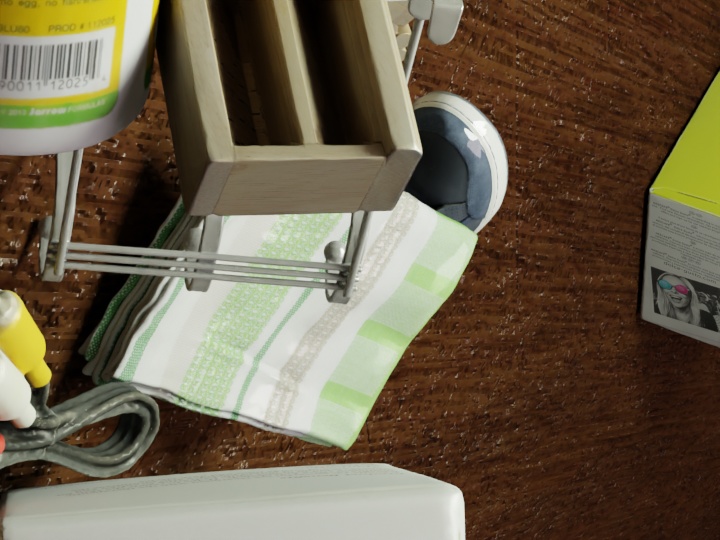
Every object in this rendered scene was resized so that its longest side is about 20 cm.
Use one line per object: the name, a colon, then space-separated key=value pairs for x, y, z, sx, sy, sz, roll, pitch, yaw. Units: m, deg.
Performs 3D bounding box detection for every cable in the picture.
cable: x=-0.144 y=0.074 z=1.022 sx=0.097 sy=0.050 sz=0.200 roll=-65 pitch=149 yaw=-9

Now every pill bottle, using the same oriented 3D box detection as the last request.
pill bottle: x=-0.118 y=-0.151 z=0.790 sx=0.111 sy=0.111 sz=0.200 roll=-40 pitch=147 yaw=-53

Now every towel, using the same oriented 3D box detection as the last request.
towel: x=-0.033 y=0.015 z=1.163 sx=0.200 sy=0.031 sz=0.149 roll=22 pitch=105 yaw=-49

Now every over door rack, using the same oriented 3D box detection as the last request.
over door rack: x=-0.052 y=-0.068 z=0.974 sx=0.200 sy=0.148 sz=0.067 roll=110 pitch=-22 yaw=-47

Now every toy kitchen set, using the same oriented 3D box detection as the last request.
toy kitchen set: x=0.024 y=-0.148 z=0.800 sx=0.200 sy=0.163 sz=0.181 roll=118 pitch=-35 yaw=-56

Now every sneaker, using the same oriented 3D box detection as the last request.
sneaker: x=0.001 y=0.001 z=1.258 sx=0.146 sy=0.077 sz=0.202 roll=-50 pitch=174 yaw=-38

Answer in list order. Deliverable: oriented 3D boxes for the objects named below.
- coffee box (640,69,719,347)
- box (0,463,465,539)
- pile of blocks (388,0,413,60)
coffee box: x=0.389 y=-0.050 z=2.094 sx=0.200 sy=0.200 sz=0.198 roll=-57 pitch=157 yaw=-30
box: x=-0.059 y=0.192 z=1.025 sx=0.171 sy=0.199 sz=0.200 roll=165 pitch=-78 yaw=-81
pile of blocks: x=-0.007 y=-0.148 z=1.187 sx=0.200 sy=0.082 sz=0.062 roll=103 pitch=-24 yaw=-48
